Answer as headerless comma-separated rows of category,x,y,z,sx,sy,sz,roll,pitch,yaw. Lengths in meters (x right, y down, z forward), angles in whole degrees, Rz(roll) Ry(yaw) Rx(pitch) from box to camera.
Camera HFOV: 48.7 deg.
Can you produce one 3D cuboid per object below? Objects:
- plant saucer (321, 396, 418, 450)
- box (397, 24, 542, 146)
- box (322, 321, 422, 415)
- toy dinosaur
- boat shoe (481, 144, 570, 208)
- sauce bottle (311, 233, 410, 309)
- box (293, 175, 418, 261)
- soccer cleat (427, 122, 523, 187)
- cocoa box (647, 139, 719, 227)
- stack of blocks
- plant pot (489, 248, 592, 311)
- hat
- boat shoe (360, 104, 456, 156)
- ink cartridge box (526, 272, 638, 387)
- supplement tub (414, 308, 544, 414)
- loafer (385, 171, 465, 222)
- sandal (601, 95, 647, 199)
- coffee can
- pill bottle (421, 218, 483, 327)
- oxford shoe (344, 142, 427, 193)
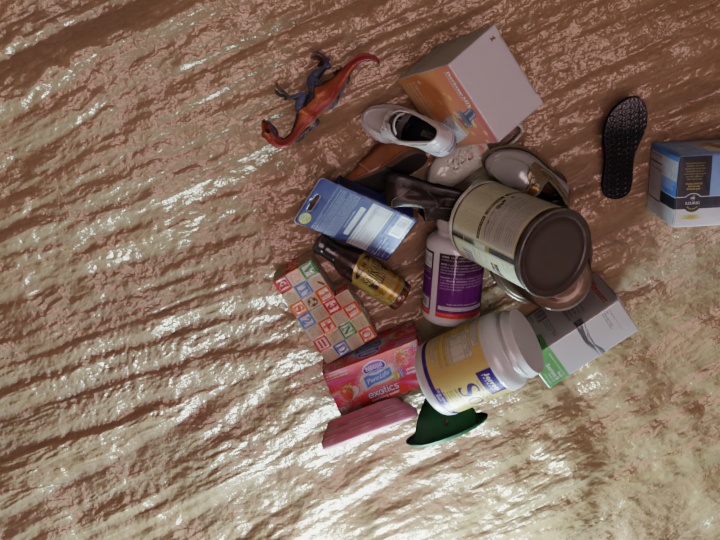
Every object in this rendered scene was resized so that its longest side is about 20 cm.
plant saucer,0.013,0.296,1.565,0.200,0.201,0.051,-22,78,6
box,0.177,-0.299,1.325,0.106,0.200,0.153,-41,107,-12
box,0.033,0.191,1.564,0.199,0.096,0.100,-21,108,5
toy dinosaur,-0.089,-0.290,1.354,0.105,0.200,0.182,37,60,-24
boat shoe,0.304,-0.162,1.422,0.199,0.069,0.075,16,134,-30
sauce bottle,0.000,0.000,1.510,0.199,0.066,0.066,31,106,-14
box,-0.009,-0.099,1.456,0.199,0.033,0.121,22,131,-19
soccer cleat,0.205,-0.214,1.433,0.200,0.078,0.069,-36,107,11
cocoa box,0.641,-0.162,1.439,0.199,0.133,0.132,-3,110,-1
stack of blocks,-0.067,0.064,1.534,0.115,0.059,0.200,-30,108,8
plant pot,0.343,-0.011,1.462,0.199,0.175,0.201,0,109,-1
hat,0.155,0.231,1.585,0.199,0.165,0.177,-19,91,-40
boat shoe,0.071,-0.251,1.366,0.199,0.065,0.074,19,90,36
ink cartridge box,0.406,0.111,1.522,0.200,0.146,0.084,-35,108,11
supplement tub,0.215,0.165,1.445,0.199,0.146,0.146,-28,110,27
loafer,0.131,-0.120,1.422,0.199,0.073,0.072,15,99,-10
sandal,0.475,-0.228,1.463,0.075,0.045,0.201,1,124,3
coffee can,0.261,-0.057,1.330,0.146,0.200,0.147,-11,113,-25
pill bottle,0.175,-0.003,1.490,0.112,0.113,0.201,2,110,-3
oxford shoe,0.026,-0.187,1.451,0.199,0.072,0.071,-26,152,19
